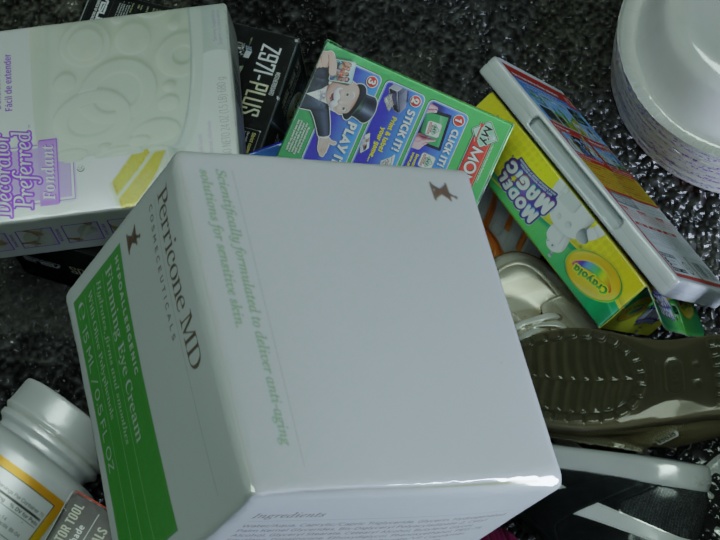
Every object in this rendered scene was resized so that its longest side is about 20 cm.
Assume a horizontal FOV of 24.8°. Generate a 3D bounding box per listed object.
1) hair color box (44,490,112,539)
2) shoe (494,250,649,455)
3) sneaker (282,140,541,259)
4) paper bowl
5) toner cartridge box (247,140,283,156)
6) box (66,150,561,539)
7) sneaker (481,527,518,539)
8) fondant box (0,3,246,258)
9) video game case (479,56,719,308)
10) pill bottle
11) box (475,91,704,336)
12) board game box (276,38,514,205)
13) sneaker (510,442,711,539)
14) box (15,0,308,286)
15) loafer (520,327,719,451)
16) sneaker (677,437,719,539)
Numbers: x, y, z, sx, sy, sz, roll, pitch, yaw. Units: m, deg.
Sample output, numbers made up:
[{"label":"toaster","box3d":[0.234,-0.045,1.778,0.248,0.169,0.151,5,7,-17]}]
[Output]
[{"label":"hair color box","box3d":[-0.159,0.218,0.998,0.064,0.200,0.111,26,72,13]},{"label":"shoe","box3d":[0.143,0.072,1.104,0.070,0.053,0.201,-27,76,-2]},{"label":"sneaker","box3d":[0.041,-0.059,1.166,0.199,0.077,0.078,29,111,-2]},{"label":"paper bowl","box3d":[0.283,-0.162,1.176,0.200,0.104,0.202,-1,69,4]},{"label":"toner cartridge box","box3d":[0.000,0.000,1.109,0.095,0.043,0.201,-19,95,6]},{"label":"box","box3d":[-0.032,0.064,0.911,0.199,0.171,0.200,2,60,-34]},{"label":"sneaker","box3d":[0.024,0.200,1.065,0.199,0.081,0.089,13,113,-6]},{"label":"fondant box","box3d":[-0.179,-0.093,1.108,0.199,0.058,0.145,-8,69,2]},{"label":"video game case","box3d":[0.170,-0.058,1.125,0.017,0.143,0.200,-42,69,17]},{"label":"pill bottle","box3d":[-0.248,0.173,1.071,0.109,0.109,0.200,32,73,15]},{"label":"box","box3d":[0.153,-0.027,1.122,0.048,0.117,0.200,-44,68,16]},{"label":"board game box","box3d":[-0.001,-0.031,1.069,0.134,0.029,0.201,24,96,0]},{"label":"sneaker","box3d":[0.120,0.165,1.035,0.199,0.073,0.112,3,82,40]},{"label":"box","box3d":[-0.144,-0.082,1.178,0.163,0.086,0.201,14,70,9]},{"label":"loafer","box3d":[0.180,0.082,1.043,0.199,0.068,0.076,0,56,16]},{"label":"sneaker","box3d":[0.278,0.111,1.088,0.074,0.080,0.200,44,95,18]}]
